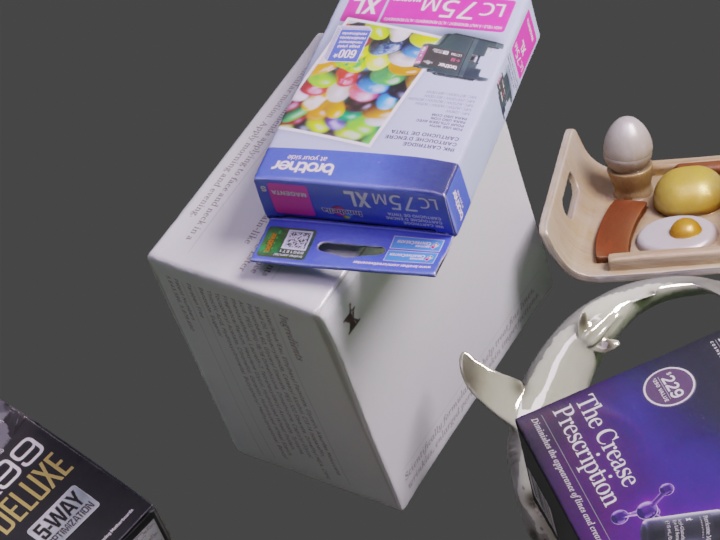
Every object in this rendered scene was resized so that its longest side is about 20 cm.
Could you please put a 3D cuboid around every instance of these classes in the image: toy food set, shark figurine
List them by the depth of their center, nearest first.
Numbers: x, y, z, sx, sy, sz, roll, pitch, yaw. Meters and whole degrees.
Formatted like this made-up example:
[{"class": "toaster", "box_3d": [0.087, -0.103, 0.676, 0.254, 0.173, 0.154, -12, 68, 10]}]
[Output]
[{"class": "shark figurine", "box_3d": [0.140, 0.058, 1.532, 0.128, 0.090, 0.215, 41, 77, 3]}, {"class": "toy food set", "box_3d": [0.219, -0.058, 1.577, 0.199, 0.061, 0.144, -5, 28, 15]}]

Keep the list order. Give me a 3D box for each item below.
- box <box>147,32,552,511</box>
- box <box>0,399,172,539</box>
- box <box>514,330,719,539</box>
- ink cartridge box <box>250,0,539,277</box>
[{"class": "box", "box_3d": [0.000, 0.000, 1.538, 0.130, 0.200, 0.199, 18, 58, 31]}, {"class": "box", "box_3d": [-0.238, 0.190, 1.554, 0.157, 0.050, 0.200, 31, 66, 36]}, {"class": "box", "box_3d": [0.187, 0.142, 1.377, 0.141, 0.079, 0.200, -21, 44, -6]}, {"class": "ink cartridge box", "box_3d": [0.018, -0.084, 1.443, 0.119, 0.042, 0.201, 6, 52, 22]}]
